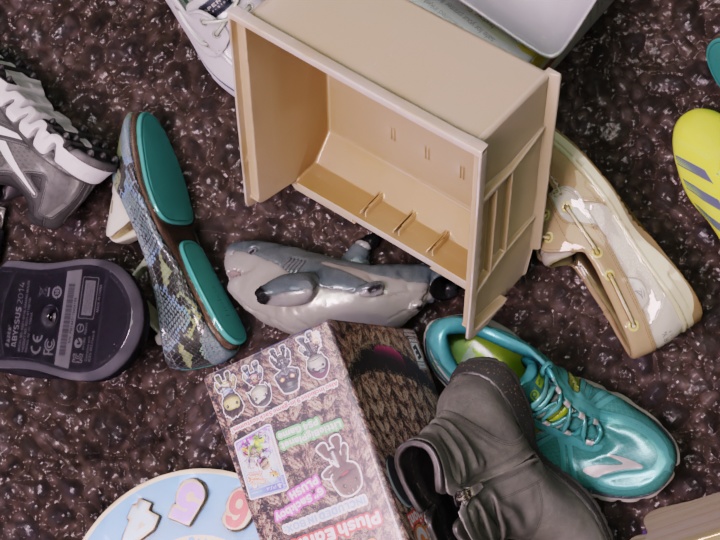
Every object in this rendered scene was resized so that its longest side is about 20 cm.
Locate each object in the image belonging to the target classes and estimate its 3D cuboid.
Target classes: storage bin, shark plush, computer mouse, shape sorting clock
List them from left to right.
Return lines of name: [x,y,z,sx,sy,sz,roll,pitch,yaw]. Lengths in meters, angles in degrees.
computer mouse: [-0.224,0.030,1.186,0.199,0.053,0.140,8,84,32]
shape sorting clock: [-0.116,0.241,1.148,0.198,0.039,0.202,-1,80,8]
shark plush: [0.000,0.000,1.165,0.198,0.091,0.084,-13,48,10]
storage bin: [0.020,-0.080,1.085,0.199,0.199,0.094,31,56,23]

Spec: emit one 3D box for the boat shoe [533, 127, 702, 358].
boat shoe: [0.155,-0.026,1.141,0.066,0.074,0.200,-38,77,-6]

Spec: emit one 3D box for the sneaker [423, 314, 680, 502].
sneaker: [0.127,0.095,1.120,0.199,0.080,0.078,30,85,11]

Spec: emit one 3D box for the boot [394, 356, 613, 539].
boot: [0.091,0.167,1.059,0.067,0.131,0.201,-21,108,35]

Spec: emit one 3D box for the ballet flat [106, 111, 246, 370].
ballet flat: [-0.151,-0.018,1.190,0.074,0.074,0.201,-23,74,3]

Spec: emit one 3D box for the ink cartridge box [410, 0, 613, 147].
ink cartridge box: [0.083,-0.197,1.178,0.145,0.083,0.200,41,86,13]

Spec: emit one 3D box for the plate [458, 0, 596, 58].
plate: [0.109,-0.271,1.130,0.199,0.032,0.200,34,84,13]

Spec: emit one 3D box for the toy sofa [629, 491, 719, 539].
toy sofa: [0.281,0.188,1.065,0.199,0.098,0.083,-22,99,20]

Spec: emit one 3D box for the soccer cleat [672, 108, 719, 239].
soccer cleat: [0.277,-0.029,1.119,0.064,0.084,0.201,-24,77,3]

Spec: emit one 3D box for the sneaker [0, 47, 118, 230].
sneaker: [-0.266,-0.102,1.209,0.200,0.066,0.091,43,107,29]

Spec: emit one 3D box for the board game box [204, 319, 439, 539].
board game box: [0.002,0.145,1.077,0.096,0.159,0.201,-25,78,19]

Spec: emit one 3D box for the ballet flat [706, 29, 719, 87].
ballet flat: [0.331,-0.104,1.141,0.073,0.073,0.200,-41,71,-1]

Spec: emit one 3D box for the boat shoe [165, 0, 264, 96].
boat shoe: [-0.107,-0.194,1.212,0.074,0.067,0.200,-45,77,-2]
